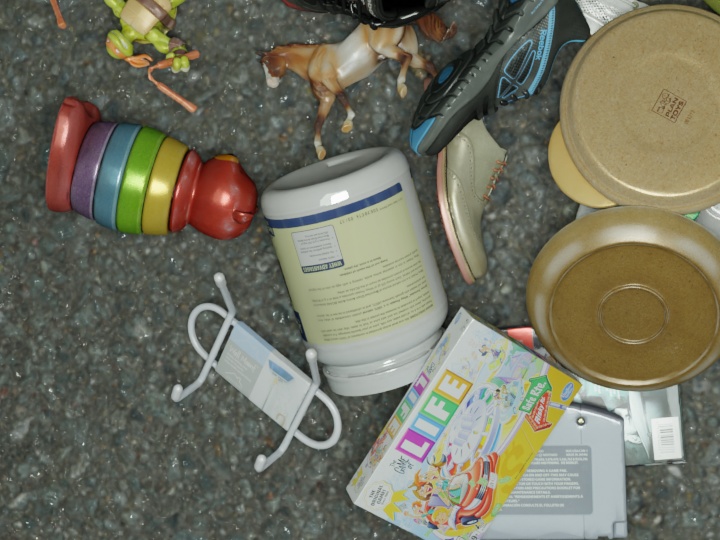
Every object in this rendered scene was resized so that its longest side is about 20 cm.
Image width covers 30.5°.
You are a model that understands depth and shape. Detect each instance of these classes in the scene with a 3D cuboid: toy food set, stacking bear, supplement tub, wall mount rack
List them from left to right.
[{"bbox_3d":[-0.196,-0.087,1.293,0.197,0.121,0.115,15,93,-1],"label":"stacking bear"},{"bbox_3d":[-0.101,0.092,1.270,0.199,0.074,0.175,37,125,15],"label":"wall mount rack"},{"bbox_3d":[0.000,0.000,1.237,0.143,0.145,0.202,-15,104,9],"label":"supplement tub"},{"bbox_3d":[0.276,-0.139,1.186,0.195,0.049,0.203,14,83,12],"label":"toy food set"}]

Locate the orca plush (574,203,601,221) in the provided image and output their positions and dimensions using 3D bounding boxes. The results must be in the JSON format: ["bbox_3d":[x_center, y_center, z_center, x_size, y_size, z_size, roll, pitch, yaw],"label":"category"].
[{"bbox_3d":[0.264,-0.085,1.253,0.104,0.071,0.202,13,80,31],"label":"orca plush"}]

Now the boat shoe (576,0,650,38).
[{"bbox_3d":[0.187,-0.277,1.245,0.199,0.071,0.070,33,97,-4],"label":"boat shoe"}]

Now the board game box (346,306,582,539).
[{"bbox_3d":[0.095,0.152,1.216,0.134,0.034,0.201,29,98,-21],"label":"board game box"}]

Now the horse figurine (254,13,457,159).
[{"bbox_3d":[0.004,-0.197,1.269,0.198,0.050,0.134,-27,56,14],"label":"horse figurine"}]

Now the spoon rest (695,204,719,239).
[{"bbox_3d":[0.369,-0.116,1.239,0.099,0.061,0.201,31,110,7],"label":"spoon rest"}]

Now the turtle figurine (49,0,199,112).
[{"bbox_3d":[-0.196,-0.259,1.300,0.200,0.064,0.162,41,90,13],"label":"turtle figurine"}]

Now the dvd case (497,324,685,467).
[{"bbox_3d":[0.210,0.122,1.287,0.197,0.022,0.148,-6,93,10],"label":"dvd case"}]

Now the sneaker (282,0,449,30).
[{"bbox_3d":[0.003,-0.269,1.239,0.198,0.098,0.072,1,124,22],"label":"sneaker"}]

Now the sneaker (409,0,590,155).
[{"bbox_3d":[0.126,-0.173,1.197,0.082,0.073,0.200,39,98,-24],"label":"sneaker"}]

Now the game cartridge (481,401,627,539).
[{"bbox_3d":[0.156,0.190,1.271,0.197,0.042,0.135,-1,89,9],"label":"game cartridge"}]

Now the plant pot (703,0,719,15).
[{"bbox_3d":[0.347,-0.308,1.178,0.186,0.187,0.201,-32,103,9],"label":"plant pot"}]

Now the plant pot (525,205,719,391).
[{"bbox_3d":[0.249,0.035,1.204,0.197,0.028,0.202,6,124,8],"label":"plant pot"}]

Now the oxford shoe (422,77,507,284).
[{"bbox_3d":[0.107,-0.089,1.265,0.073,0.071,0.203,-9,92,6],"label":"oxford shoe"}]
